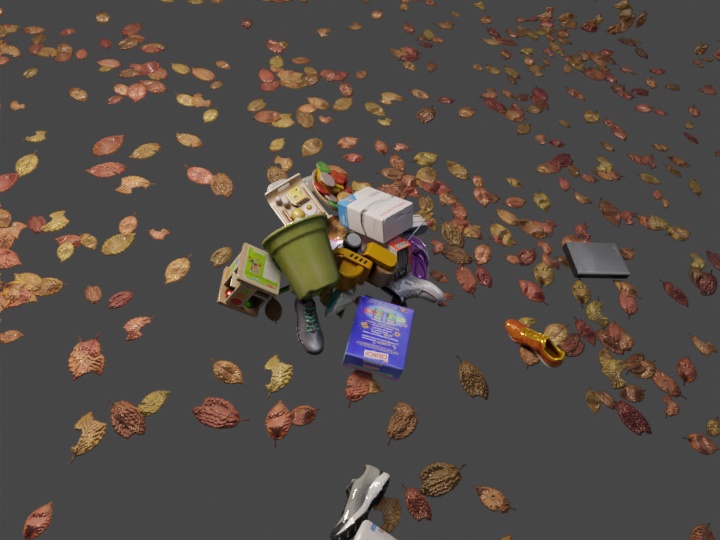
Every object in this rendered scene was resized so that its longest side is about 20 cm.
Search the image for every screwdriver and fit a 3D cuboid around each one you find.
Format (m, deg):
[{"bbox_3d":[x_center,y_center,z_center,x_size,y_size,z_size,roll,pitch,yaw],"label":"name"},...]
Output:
[{"bbox_3d":[0.155,-0.102,1.741,0.029,0.028,0.201,42,73,-23],"label":"screwdriver"}]

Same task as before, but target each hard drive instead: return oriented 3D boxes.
[{"bbox_3d":[0.821,-0.035,1.844,0.195,0.033,0.142,1,53,-10],"label":"hard drive"}]

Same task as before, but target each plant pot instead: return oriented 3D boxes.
[{"bbox_3d":[-0.144,-0.026,1.447,0.197,0.200,0.187,-22,82,-25],"label":"plant pot"}]

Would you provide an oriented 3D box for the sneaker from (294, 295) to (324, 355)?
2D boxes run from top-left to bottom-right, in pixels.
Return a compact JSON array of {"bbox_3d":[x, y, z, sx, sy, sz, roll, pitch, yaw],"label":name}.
[{"bbox_3d":[-0.150,0.137,1.498,0.073,0.088,0.203,-10,55,-17],"label":"sneaker"}]

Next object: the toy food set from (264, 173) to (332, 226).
[{"bbox_3d":[-0.204,-0.214,1.743,0.142,0.061,0.201,-34,73,-15],"label":"toy food set"}]

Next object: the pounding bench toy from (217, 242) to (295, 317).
[{"bbox_3d":[-0.286,0.049,1.512,0.197,0.156,0.126,25,45,-27],"label":"pounding bench toy"}]

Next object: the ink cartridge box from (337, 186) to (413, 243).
[{"bbox_3d":[0.047,-0.175,1.639,0.143,0.086,0.198,-31,41,-34],"label":"ink cartridge box"}]

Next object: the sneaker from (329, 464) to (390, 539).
[{"bbox_3d":[-0.010,0.543,1.232,0.078,0.075,0.200,27,46,23],"label":"sneaker"}]

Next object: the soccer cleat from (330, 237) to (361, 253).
[{"bbox_3d":[-0.095,-0.070,1.693,0.195,0.067,0.078,11,82,-9],"label":"soccer cleat"}]

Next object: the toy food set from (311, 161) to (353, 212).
[{"bbox_3d":[-0.085,-0.276,1.802,0.195,0.049,0.203,17,45,-38],"label":"toy food set"}]

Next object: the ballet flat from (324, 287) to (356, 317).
[{"bbox_3d":[-0.047,0.067,1.589,0.070,0.072,0.202,17,52,4],"label":"ballet flat"}]

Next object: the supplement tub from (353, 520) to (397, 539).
[{"bbox_3d":[0.060,0.644,1.122,0.197,0.133,0.132,29,53,13],"label":"supplement tub"}]

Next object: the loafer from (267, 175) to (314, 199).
[{"bbox_3d":[-0.228,-0.281,1.832,0.196,0.063,0.074,-14,89,-17],"label":"loafer"}]

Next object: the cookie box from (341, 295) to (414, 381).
[{"bbox_3d":[0.052,0.190,1.502,0.167,0.076,0.203,16,51,1],"label":"cookie box"}]

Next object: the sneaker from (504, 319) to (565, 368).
[{"bbox_3d":[0.523,0.205,1.578,0.198,0.078,0.073,36,56,19],"label":"sneaker"}]

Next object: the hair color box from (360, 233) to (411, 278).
[{"bbox_3d":[0.078,-0.071,1.652,0.060,0.103,0.200,-22,39,-25],"label":"hair color box"}]

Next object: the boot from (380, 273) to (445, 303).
[{"bbox_3d":[0.156,0.070,1.626,0.197,0.074,0.096,27,58,22],"label":"boot"}]

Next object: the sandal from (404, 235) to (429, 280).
[{"bbox_3d":[0.190,-0.043,1.723,0.080,0.050,0.206,-1,53,-11],"label":"sandal"}]

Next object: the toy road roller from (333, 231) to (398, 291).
[{"bbox_3d":[0.000,0.000,1.544,0.197,0.123,0.148,26,55,-2],"label":"toy road roller"}]

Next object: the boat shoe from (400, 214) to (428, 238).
[{"bbox_3d":[0.128,-0.163,1.788,0.198,0.075,0.087,-10,55,-20],"label":"boat shoe"}]
